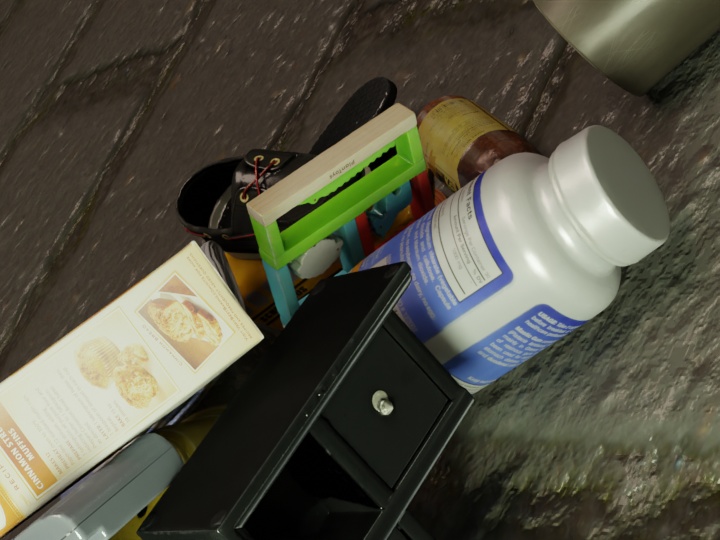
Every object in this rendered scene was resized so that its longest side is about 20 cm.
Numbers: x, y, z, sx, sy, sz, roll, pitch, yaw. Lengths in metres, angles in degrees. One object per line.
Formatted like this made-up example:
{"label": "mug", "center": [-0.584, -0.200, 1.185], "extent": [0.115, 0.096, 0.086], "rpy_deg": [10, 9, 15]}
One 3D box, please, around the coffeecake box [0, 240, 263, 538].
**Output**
{"label": "coffeecake box", "center": [-0.168, 0.080, 1.046], "extent": [0.200, 0.073, 0.153], "rpy_deg": [-37, 1, -16]}

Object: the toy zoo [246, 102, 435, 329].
{"label": "toy zoo", "center": [0.000, 0.000, 1.187], "extent": [0.131, 0.201, 0.020], "rpy_deg": [-35, 46, -21]}

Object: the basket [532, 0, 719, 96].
{"label": "basket", "center": [0.218, -0.226, 1.166], "extent": [0.200, 0.136, 0.181], "rpy_deg": [-47, 25, 19]}

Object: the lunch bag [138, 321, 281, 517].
{"label": "lunch bag", "center": [-0.122, 0.144, 1.272], "extent": [0.200, 0.117, 0.164], "rpy_deg": [-50, 33, 17]}

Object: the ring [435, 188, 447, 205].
{"label": "ring", "center": [-0.003, 0.015, 1.348], "extent": [0.200, 0.019, 0.201], "rpy_deg": [-39, 29, 26]}

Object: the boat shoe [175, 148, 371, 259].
{"label": "boat shoe", "center": [-0.066, -0.049, 1.250], "extent": [0.201, 0.063, 0.074], "rpy_deg": [-6, 59, 55]}

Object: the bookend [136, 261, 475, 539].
{"label": "bookend", "center": [0.010, 0.139, 1.016], "extent": [0.092, 0.200, 0.199], "rpy_deg": [-12, 35, 53]}

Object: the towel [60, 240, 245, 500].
{"label": "towel", "center": [-0.152, 0.079, 1.232], "extent": [0.200, 0.024, 0.147], "rpy_deg": [-49, 26, 12]}

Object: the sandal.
{"label": "sandal", "center": [-0.019, -0.078, 1.467], "extent": [0.201, 0.048, 0.076], "rpy_deg": [-55, 24, 26]}

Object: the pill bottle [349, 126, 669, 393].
{"label": "pill bottle", "center": [0.091, -0.003, 1.095], "extent": [0.200, 0.112, 0.113], "rpy_deg": [-35, 31, 30]}

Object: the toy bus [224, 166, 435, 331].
{"label": "toy bus", "center": [-0.031, -0.015, 1.308], "extent": [0.200, 0.078, 0.065], "rpy_deg": [-38, 35, 37]}

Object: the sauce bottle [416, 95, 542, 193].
{"label": "sauce bottle", "center": [0.094, -0.072, 1.243], "extent": [0.066, 0.066, 0.200], "rpy_deg": [-50, 25, 6]}

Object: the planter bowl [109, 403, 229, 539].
{"label": "planter bowl", "center": [-0.112, 0.160, 1.093], "extent": [0.199, 0.083, 0.202], "rpy_deg": [-24, 51, 33]}

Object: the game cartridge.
{"label": "game cartridge", "center": [-0.193, 0.170, 1.017], "extent": [0.200, 0.041, 0.133], "rpy_deg": [-39, -3, 28]}
